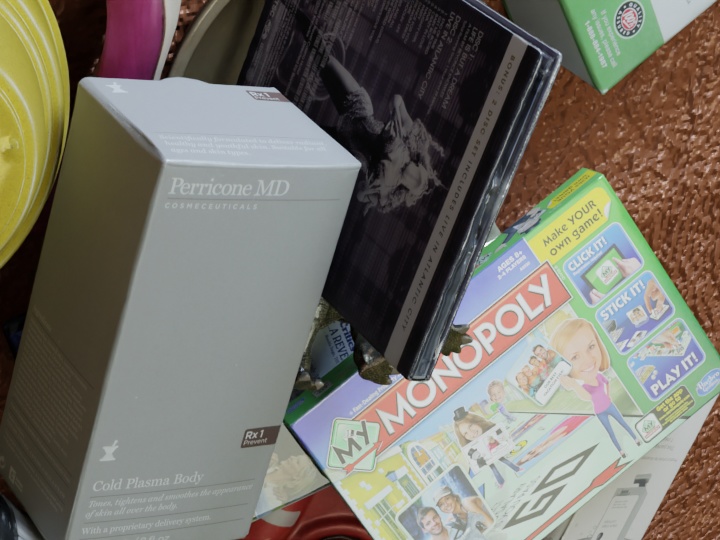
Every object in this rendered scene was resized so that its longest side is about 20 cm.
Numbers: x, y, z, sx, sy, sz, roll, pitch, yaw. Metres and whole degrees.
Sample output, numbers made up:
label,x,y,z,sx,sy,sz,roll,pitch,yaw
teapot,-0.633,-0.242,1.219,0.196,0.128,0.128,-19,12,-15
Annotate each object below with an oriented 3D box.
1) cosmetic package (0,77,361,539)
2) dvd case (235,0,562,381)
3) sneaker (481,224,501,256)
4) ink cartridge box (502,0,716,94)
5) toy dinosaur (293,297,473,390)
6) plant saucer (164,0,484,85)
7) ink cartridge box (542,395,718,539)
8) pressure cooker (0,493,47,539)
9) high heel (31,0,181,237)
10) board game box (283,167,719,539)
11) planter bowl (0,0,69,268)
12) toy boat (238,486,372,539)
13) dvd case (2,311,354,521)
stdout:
label,x,y,z,sx,sy,sz,roll,pitch,yaw
cosmetic package,-0.085,0.021,0.830,0.106,0.090,0.201,-4,124,-36
dvd case,0.002,-0.065,0.828,0.016,0.200,0.150,8,112,-36
sneaker,0.039,-0.096,0.920,0.070,0.076,0.201,-29,130,-17
ink cartridge box,0.155,-0.215,0.961,0.200,0.087,0.146,-38,133,-7
toy dinosaur,0.000,0.000,0.891,0.077,0.103,0.200,25,130,-28
plant saucer,-0.020,-0.086,0.956,0.199,0.029,0.201,-18,126,-26
ink cartridge box,0.094,0.108,1.074,0.082,0.146,0.201,10,111,-45
pressure cooker,-0.164,0.216,0.870,0.200,0.178,0.177,42,69,-31
high heel,-0.125,-0.106,0.852,0.095,0.067,0.202,-6,107,6
board game box,0.075,0.063,0.941,0.200,0.029,0.135,-38,109,-7
planter bowl,-0.191,-0.050,0.753,0.199,0.083,0.202,-14,116,-31
toy boat,-0.012,0.173,1.001,0.130,0.131,0.201,19,113,-21
dvd case,-0.060,0.051,0.938,0.199,0.018,0.144,-24,98,-8
